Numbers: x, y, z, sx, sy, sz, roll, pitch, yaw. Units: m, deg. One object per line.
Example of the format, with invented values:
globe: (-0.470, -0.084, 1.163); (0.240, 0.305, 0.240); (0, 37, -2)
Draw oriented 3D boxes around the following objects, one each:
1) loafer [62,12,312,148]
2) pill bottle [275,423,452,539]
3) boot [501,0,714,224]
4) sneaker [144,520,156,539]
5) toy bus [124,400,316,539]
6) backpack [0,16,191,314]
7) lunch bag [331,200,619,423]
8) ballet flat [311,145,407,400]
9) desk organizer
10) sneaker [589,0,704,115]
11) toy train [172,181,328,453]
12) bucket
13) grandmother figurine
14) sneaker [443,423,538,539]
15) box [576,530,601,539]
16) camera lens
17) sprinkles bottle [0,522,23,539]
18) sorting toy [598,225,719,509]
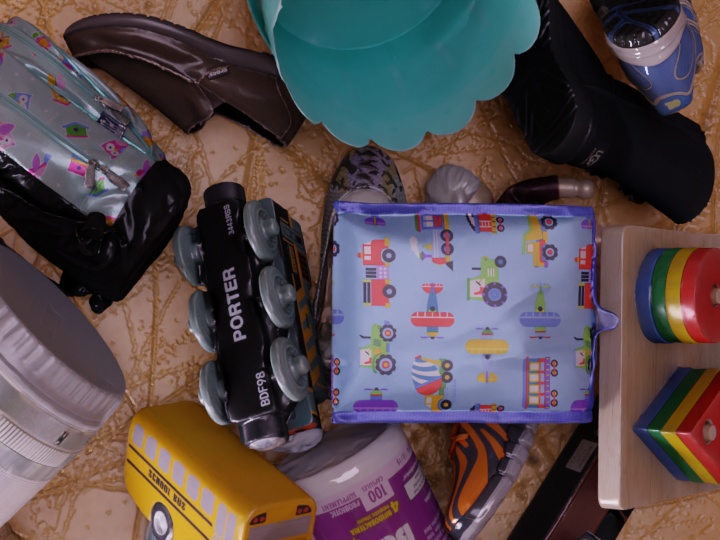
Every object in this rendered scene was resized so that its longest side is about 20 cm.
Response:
loafer: (-0.129, -0.141, 1.029); (0.198, 0.073, 0.072); (14, 84, -8)
pill bottle: (0.019, 0.220, 1.006); (0.112, 0.112, 0.201); (-27, 99, -10)
boot: (0.189, -0.135, 1.080); (0.167, 0.076, 0.201); (21, 39, -34)
sneaker: (-0.077, 0.249, 0.984); (0.200, 0.131, 0.080); (45, 81, -3)
toy bus: (-0.091, 0.169, 0.953); (0.065, 0.200, 0.079); (-3, 112, -38)
backpack: (-0.221, -0.080, 0.980); (0.200, 0.167, 0.127); (40, 64, -2)
lunch bag: (0.082, 0.030, 0.954); (0.198, 0.094, 0.152); (1, 88, 5)
ballet flat: (0.000, 0.000, 1.045); (0.071, 0.072, 0.202); (10, 84, -9)
desk organizer: (0.173, 0.205, 1.060); (0.077, 0.072, 0.201); (35, 81, -8)
sneaker: (0.223, -0.184, 1.052); (0.075, 0.200, 0.077); (-18, 114, 22)
toy train: (-0.071, 0.036, 0.986); (0.085, 0.114, 0.201); (-20, 68, 17)
bucket: (0.016, -0.206, 0.970); (0.205, 0.135, 0.208); (-10, 127, -14)
grandmother figurine: (0.140, -0.023, 1.078); (0.199, 0.061, 0.122); (27, 93, -5)
sneaker: (0.076, 0.107, 1.032); (0.111, 0.078, 0.201); (28, 48, 1)
box: (0.119, 0.293, 0.980); (0.199, 0.035, 0.110); (-37, 115, -11)
camera lens: (-0.281, 0.099, 0.928); (0.200, 0.160, 0.160); (-43, 94, 4)
sprinkles bottle: (-0.211, 0.273, 0.991); (0.200, 0.068, 0.068); (44, 81, -4)
sorting toy: (0.258, 0.071, 1.023); (0.198, 0.069, 0.202); (2, 88, -50)
